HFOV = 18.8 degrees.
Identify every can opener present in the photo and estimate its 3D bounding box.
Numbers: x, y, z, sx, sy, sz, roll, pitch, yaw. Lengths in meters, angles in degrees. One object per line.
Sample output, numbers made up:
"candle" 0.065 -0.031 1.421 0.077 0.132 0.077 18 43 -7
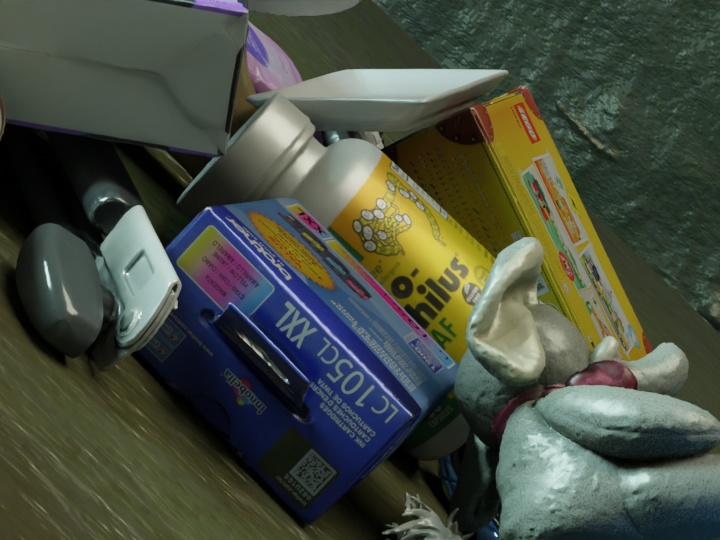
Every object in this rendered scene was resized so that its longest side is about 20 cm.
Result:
"can opener" -0.125 -0.024 0.969 0.066 0.053 0.200 37 12 -31

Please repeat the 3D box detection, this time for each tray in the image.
"tray" 0.015 -0.101 1.285 0.107 0.022 0.200 1 10 18

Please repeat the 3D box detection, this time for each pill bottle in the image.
"pill bottle" 0.000 0.000 1.189 0.200 0.113 0.113 43 10 -7

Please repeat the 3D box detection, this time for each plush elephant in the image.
"plush elephant" 0.105 0.081 1.024 0.199 0.165 0.155 4 49 -7

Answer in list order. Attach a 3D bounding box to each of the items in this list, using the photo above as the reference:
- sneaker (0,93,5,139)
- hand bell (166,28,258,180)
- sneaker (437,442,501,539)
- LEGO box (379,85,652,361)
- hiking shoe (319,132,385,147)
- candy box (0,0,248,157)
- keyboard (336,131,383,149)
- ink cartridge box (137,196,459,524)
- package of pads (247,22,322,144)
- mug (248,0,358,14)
"sneaker" -0.223 -0.110 0.874 0.200 0.075 0.090 41 5 -12
"hand bell" -0.054 -0.038 1.284 0.200 0.104 0.104 56 8 -10
"sneaker" 0.117 0.144 1.150 0.071 0.083 0.200 30 18 -52
"LEGO box" 0.095 -0.003 1.319 0.201 0.077 0.149 64 19 0
"hiking shoe" 0.002 -0.067 1.507 0.101 0.076 0.200 50 -4 -2
"candy box" -0.142 -0.123 1.038 0.167 0.072 0.200 9 17 -7
"keyboard" 0.024 -0.028 1.407 0.201 0.011 0.056 69 26 -17
"ink cartridge box" -0.033 0.038 1.023 0.136 0.076 0.200 45 12 5
"package of pads" -0.120 -0.144 1.402 0.200 0.076 0.121 37 13 -33
"mug" -0.079 -0.215 1.222 0.175 0.148 0.200 24 -25 -23
